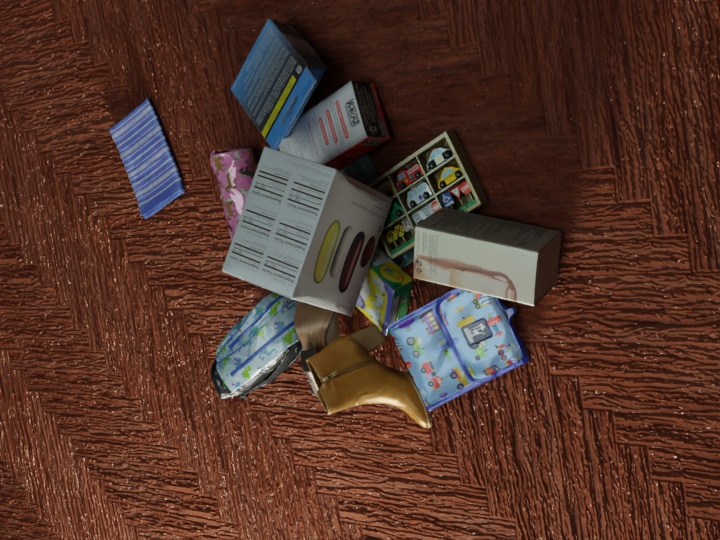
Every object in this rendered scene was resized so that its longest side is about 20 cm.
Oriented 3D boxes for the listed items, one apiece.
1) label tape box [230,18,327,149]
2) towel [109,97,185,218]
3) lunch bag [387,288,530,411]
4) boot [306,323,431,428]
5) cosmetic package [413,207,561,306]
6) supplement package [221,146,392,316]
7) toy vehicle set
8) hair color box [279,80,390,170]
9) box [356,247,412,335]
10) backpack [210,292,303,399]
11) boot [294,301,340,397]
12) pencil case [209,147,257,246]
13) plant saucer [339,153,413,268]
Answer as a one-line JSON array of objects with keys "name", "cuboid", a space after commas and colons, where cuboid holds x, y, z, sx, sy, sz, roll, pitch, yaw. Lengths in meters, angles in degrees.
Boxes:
[{"name": "label tape box", "cuboid": [-0.124, -0.300, 1.800, 0.145, 0.063, 0.201, -56, 46, 24]}, {"name": "towel", "cuboid": [-0.425, -0.219, 2.165, 0.144, 0.024, 0.203, -26, 85, 41]}, {"name": "lunch bag", "cuboid": [0.167, 0.105, 1.714, 0.199, 0.094, 0.152, -30, 85, 31]}, {"name": "boot", "cuboid": [0.011, 0.199, 1.757, 0.203, 0.143, 0.071, 56, 163, 12]}, {"name": "cosmetic package", "cuboid": [0.187, -0.023, 1.618, 0.198, 0.103, 0.089, 14, 115, 29]}, {"name": "supplement package", "cuboid": [-0.079, -0.057, 1.697, 0.146, 0.191, 0.203, 20, 91, 31]}, {"name": "toy vehicle set", "cuboid": [0.097, -0.117, 1.728, 0.199, 0.026, 0.126, -32, 81, 36]}, {"name": "hair color box", "cuboid": [-0.049, -0.223, 1.804, 0.199, 0.061, 0.103, -26, 75, 43]}, {"name": "box", "cuboid": [0.000, 0.000, 1.815, 0.200, 0.048, 0.118, 45, 147, 29]}, {"name": "backpack", "cuboid": [-0.164, 0.126, 1.939, 0.199, 0.162, 0.156, -23, 91, 44]}, {"name": "boot", "cuboid": [-0.055, 0.122, 1.866, 0.069, 0.146, 0.203, 0, 68, 23]}, {"name": "pencil case", "cuboid": [-0.213, -0.123, 1.972, 0.083, 0.085, 0.203, -175, 73, -71]}, {"name": "plant saucer", "cuboid": [0.024, -0.095, 1.816, 0.070, 0.019, 0.202, -29, 82, 41]}]
